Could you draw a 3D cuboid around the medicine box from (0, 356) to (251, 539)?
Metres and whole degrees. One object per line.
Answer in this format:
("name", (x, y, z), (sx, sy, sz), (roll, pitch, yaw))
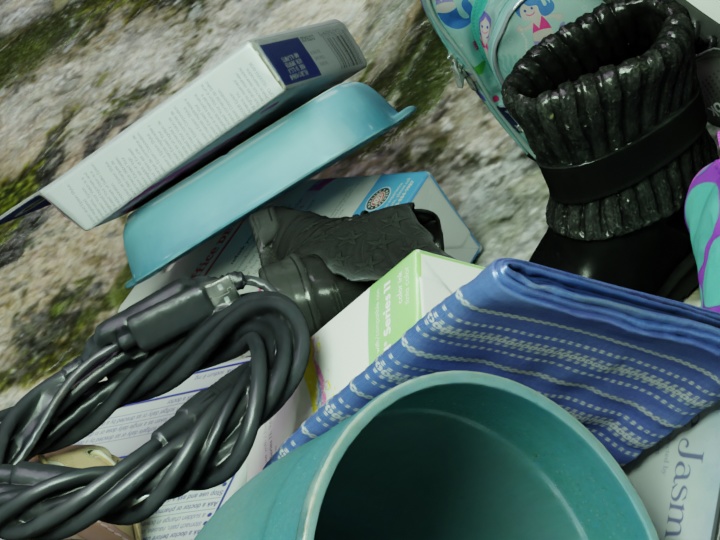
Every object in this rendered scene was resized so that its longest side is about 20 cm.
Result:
("medicine box", (-0.104, 0.155, 1.275), (0.182, 0.103, 0.200), (-13, 38, 37))

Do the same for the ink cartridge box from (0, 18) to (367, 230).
("ink cartridge box", (-0.105, -0.075, 1.430), (0.200, 0.043, 0.196), (-35, 0, 17))

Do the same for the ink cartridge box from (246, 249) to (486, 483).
("ink cartridge box", (0.022, 0.072, 1.138), (0.200, 0.117, 0.067), (-40, 44, 48))

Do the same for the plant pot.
("plant pot", (0.000, 0.162, 1.014), (0.188, 0.200, 0.200), (-25, 29, 48))

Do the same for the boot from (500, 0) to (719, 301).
("boot", (0.106, -0.027, 1.228), (0.079, 0.158, 0.211), (24, 64, 38))

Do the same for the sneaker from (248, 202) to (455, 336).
("sneaker", (-0.001, -0.003, 1.290), (0.104, 0.060, 0.200), (-17, 16, 0))

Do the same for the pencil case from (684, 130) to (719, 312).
("pencil case", (0.198, 0.021, 1.144), (0.085, 0.092, 0.200), (-24, 31, 21))

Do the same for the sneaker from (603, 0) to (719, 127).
("sneaker", (0.190, -0.123, 1.274), (0.066, 0.200, 0.091), (-39, 32, 49))

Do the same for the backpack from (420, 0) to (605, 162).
("backpack", (0.122, -0.168, 1.384), (0.177, 0.200, 0.151), (-32, 30, 9))

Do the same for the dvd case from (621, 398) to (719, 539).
("dvd case", (0.115, 0.090, 1.104), (0.200, 0.018, 0.143), (1, 79, 62))

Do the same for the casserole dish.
("casserole dish", (-0.060, -0.056, 1.401), (0.200, 0.039, 0.121), (-31, 2, 9))

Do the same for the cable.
("cable", (-0.110, 0.074, 1.115), (0.200, 0.051, 0.163), (-28, 26, -1))

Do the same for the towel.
("towel", (0.067, 0.061, 1.030), (0.200, 0.145, 0.024), (-44, 40, 47))

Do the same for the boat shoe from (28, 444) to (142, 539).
("boat shoe", (-0.143, 0.114, 1.198), (0.065, 0.071, 0.200), (-46, 29, -13))

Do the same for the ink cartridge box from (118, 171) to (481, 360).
("ink cartridge box", (-0.039, 0.007, 1.448), (0.200, 0.068, 0.115), (-1, 45, 46))
